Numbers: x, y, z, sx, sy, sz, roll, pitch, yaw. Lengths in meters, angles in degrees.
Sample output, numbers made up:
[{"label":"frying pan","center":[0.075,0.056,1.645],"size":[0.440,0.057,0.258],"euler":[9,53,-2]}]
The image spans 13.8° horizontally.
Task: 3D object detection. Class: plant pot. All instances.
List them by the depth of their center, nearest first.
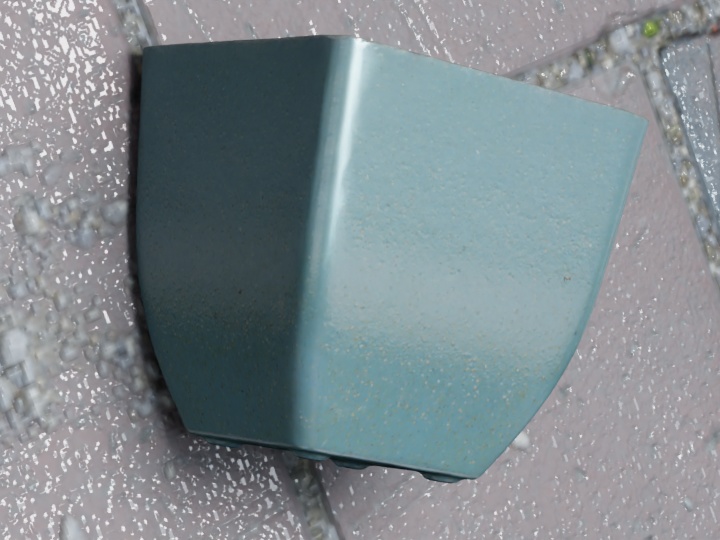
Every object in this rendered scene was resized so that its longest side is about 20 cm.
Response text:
[{"label":"plant pot","center":[0.000,0.000,1.514],"size":[0.196,0.196,0.200],"euler":[13,84,-34]}]
